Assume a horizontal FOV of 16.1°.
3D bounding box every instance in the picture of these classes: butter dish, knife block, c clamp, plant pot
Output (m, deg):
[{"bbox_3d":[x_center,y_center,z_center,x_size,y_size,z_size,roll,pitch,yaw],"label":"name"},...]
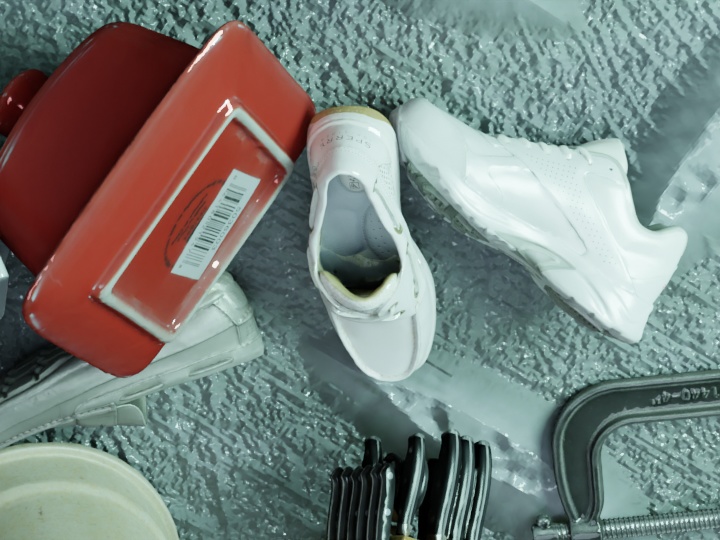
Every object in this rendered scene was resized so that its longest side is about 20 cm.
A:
[{"bbox_3d":[-0.143,-0.062,1.432,0.148,0.199,0.200,34,87,19],"label":"butter dish"},{"bbox_3d":[0.038,0.205,1.569,0.175,0.064,0.201,-35,105,-34],"label":"knife block"},{"bbox_3d":[0.201,0.139,1.625,0.199,0.027,0.171,-11,111,5],"label":"c clamp"},{"bbox_3d":[-0.180,0.232,1.535,0.200,0.184,0.201,-8,114,-18],"label":"plant pot"}]

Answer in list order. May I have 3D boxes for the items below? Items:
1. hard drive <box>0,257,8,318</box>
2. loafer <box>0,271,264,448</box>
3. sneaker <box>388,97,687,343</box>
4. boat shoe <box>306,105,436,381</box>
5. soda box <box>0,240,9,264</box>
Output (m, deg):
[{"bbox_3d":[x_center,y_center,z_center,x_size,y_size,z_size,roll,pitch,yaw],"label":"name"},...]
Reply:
[{"bbox_3d":[-0.244,-0.072,1.394,0.027,0.132,0.201,-23,83,-13],"label":"hard drive"},{"bbox_3d":[-0.153,0.069,1.548,0.199,0.070,0.070,-27,106,10],"label":"loafer"},{"bbox_3d":[0.108,-0.049,1.508,0.200,0.078,0.100,38,84,-12],"label":"sneaker"},{"bbox_3d":[0.000,0.000,1.503,0.071,0.069,0.200,-5,130,12],"label":"boat shoe"},{"bbox_3d":[-0.260,0.031,1.528,0.068,0.064,0.201,17,114,-10],"label":"soda box"}]
